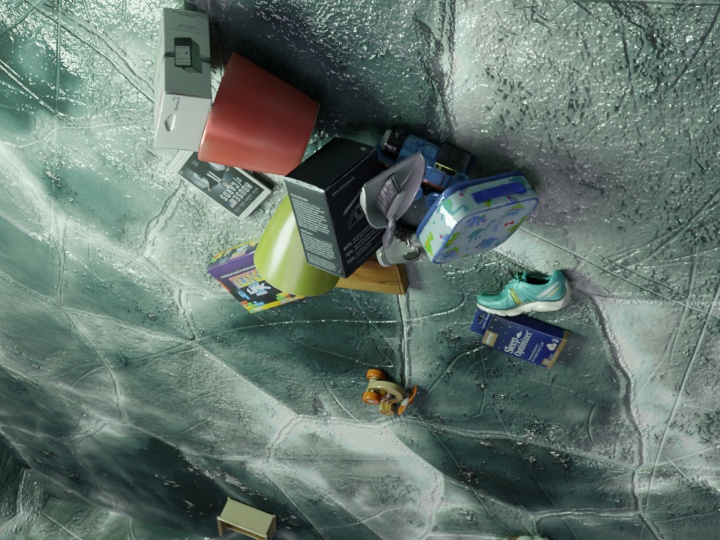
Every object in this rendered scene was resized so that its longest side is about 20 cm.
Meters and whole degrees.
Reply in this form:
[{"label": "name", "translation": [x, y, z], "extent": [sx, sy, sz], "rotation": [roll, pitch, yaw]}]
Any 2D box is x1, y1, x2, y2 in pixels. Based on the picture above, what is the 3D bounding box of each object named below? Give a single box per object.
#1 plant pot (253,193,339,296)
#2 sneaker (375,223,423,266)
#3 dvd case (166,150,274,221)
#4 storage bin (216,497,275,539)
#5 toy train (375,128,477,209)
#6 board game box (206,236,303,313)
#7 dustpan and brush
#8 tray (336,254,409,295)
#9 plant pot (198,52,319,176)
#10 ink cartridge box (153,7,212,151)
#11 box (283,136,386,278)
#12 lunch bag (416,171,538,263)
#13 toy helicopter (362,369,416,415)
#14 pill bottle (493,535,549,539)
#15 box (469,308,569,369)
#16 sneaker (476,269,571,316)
[{"label": "plant pot", "translation": [-0.105, -0.086, 1.724], "extent": [0.186, 0.188, 0.201], "rotation": [22, 128, 3]}, {"label": "sneaker", "translation": [0.075, -0.083, 1.704], "extent": [0.114, 0.076, 0.200], "rotation": [0, 146, 20]}, {"label": "dvd case", "translation": [-0.295, -0.198, 1.795], "extent": [0.199, 0.025, 0.150], "rotation": [37, 142, -15]}, {"label": "storage bin", "translation": [-0.428, 0.966, 3.217], "extent": [0.198, 0.094, 0.199], "rotation": [18, 142, 8]}, {"label": "toy train", "translation": [0.109, -0.186, 1.544], "extent": [0.199, 0.087, 0.115], "rotation": [24, 134, 4]}, {"label": "board game box", "translation": [-0.237, 0.012, 1.991], "extent": [0.199, 0.057, 0.165], "rotation": [-18, 128, 41]}, {"label": "dustpan and brush", "translation": [0.052, -0.106, 1.509], "extent": [0.057, 0.139, 0.200], "rotation": [49, 153, 16]}, {"label": "tray", "translation": [0.000, 0.000, 1.864], "extent": [0.198, 0.037, 0.099], "rotation": [6, 140, 22]}, {"label": "plant pot", "translation": [-0.178, -0.264, 1.532], "extent": [0.176, 0.202, 0.201], "rotation": [18, 144, -10]}, {"label": "ink cartridge box", "translation": [-0.312, -0.330, 1.488], "extent": [0.083, 0.201, 0.146], "rotation": [4, 148, -19]}, {"label": "box", "translation": [-0.035, -0.114, 1.536], "extent": [0.104, 0.148, 0.201], "rotation": [21, 138, 36]}, {"label": "lunch bag", "translation": [0.208, -0.098, 1.511], "extent": [0.083, 0.199, 0.161], "rotation": [61, 148, 22]}, {"label": "toy helicopter", "translation": [0.078, 0.332, 2.211], "extent": [0.131, 0.079, 0.200], "rotation": [8, 152, 7]}, {"label": "pill bottle", "translation": [0.485, 0.863, 2.576], "extent": [0.114, 0.115, 0.199], "rotation": [41, 140, -21]}, {"label": "box", "translation": [0.340, 0.141, 1.853], "extent": [0.198, 0.033, 0.122], "rotation": [20, 143, 7]}, {"label": "sneaker", "translation": [0.326, 0.039, 1.721], "extent": [0.199, 0.078, 0.080], "rotation": [-11, 112, 31]}]
